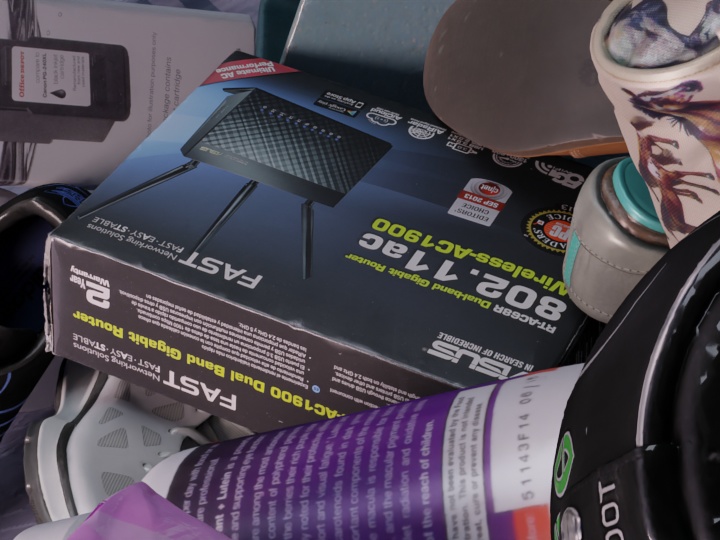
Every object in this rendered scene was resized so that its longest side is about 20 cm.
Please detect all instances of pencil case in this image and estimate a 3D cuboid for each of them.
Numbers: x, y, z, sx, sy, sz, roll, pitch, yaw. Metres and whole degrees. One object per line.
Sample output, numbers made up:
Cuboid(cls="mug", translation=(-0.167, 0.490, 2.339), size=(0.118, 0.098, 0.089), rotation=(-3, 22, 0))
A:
Cuboid(cls="pencil case", translation=(0.133, -0.010, 0.610), size=(0.078, 0.200, 0.089), rotation=(-29, 31, -6))

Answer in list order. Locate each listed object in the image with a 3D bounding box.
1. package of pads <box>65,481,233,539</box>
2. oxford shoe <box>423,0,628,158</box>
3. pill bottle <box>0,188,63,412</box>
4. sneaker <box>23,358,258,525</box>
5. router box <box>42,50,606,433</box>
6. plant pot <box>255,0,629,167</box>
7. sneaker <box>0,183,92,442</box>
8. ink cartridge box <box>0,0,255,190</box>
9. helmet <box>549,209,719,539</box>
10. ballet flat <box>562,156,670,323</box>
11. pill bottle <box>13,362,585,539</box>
Cuboid(cls="package of pads", translation=(-0.016, 0.149, 0.477), size=(0.200, 0.076, 0.120), rotation=(29, 47, 21))
Cuboid(cls="oxford shoe", translation=(0.100, -0.070, 0.749), size=(0.071, 0.071, 0.200), rotation=(14, 0, -39))
Cuboid(cls="pill bottle", translation=(-0.205, 0.009, 0.951), size=(0.111, 0.111, 0.200), rotation=(-37, 28, -28))
Cuboid(cls="sneaker", translation=(-0.060, 0.064, 0.766), size=(0.115, 0.076, 0.201), rotation=(-22, 23, 5))
Cuboid(cls="router box", translation=(0.000, 0.000, 0.767), size=(0.200, 0.062, 0.150), rotation=(19, 41, 16))
Cuboid(cls="plant pot", translation=(0.073, -0.149, 0.923), size=(0.200, 0.196, 0.196), rotation=(17, 24, -10))
Cuboid(cls="sneaker", translation=(-0.171, 0.048, 0.802), size=(0.200, 0.070, 0.078), rotation=(-56, -4, -1))
Cuboid(cls="ink cartridge box", translation=(-0.169, -0.080, 0.875), size=(0.200, 0.084, 0.145), rotation=(1, 4, -34))
Cuboid(cls="helmet", translation=(0.146, 0.060, 0.472), size=(0.200, 0.200, 0.191), rotation=(-21, -19, 4))
Cuboid(cls="ballet flat", translation=(0.167, -0.007, 0.720), size=(0.200, 0.064, 0.067), rotation=(2, 45, -15))
Cuboid(cls="pill bottle", translation=(-0.006, 0.101, 0.607), size=(0.200, 0.112, 0.111), rotation=(-13, 27, 18))
